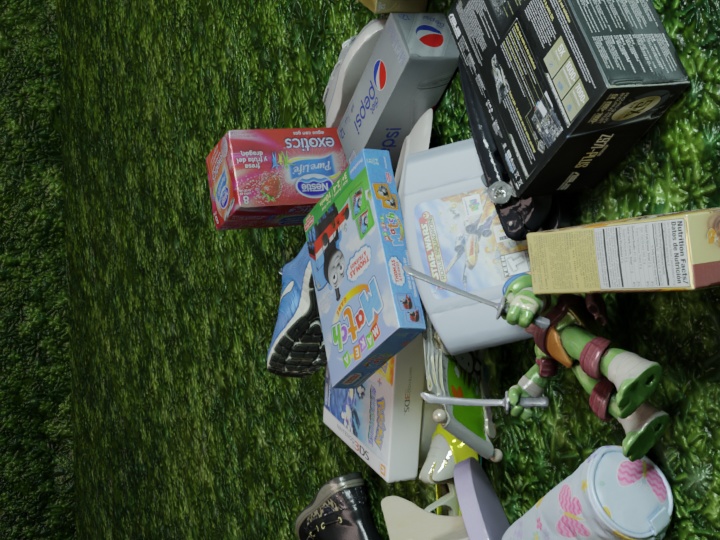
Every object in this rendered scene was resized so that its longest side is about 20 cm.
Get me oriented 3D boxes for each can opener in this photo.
[{"bbox_3d":[0.131,-0.120,1.115,0.063,0.078,0.201,-29,71,25],"label":"can opener"}]

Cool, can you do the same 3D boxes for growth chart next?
[{"bbox_3d":[0.098,0.086,1.211,0.018,0.144,0.202,-20,62,28],"label":"growth chart"}]

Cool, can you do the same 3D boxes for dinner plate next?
[{"bbox_3d":[0.046,-0.075,1.287,0.200,0.024,0.202,-169,90,-88],"label":"dinner plate"}]

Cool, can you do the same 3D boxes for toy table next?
[{"bbox_3d":[0.095,0.299,1.210,0.184,0.116,0.201,54,-163,-42],"label":"toy table"}]

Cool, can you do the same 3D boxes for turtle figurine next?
[{"bbox_3d":[0.151,0.086,1.019,0.194,0.199,0.145,38,125,42],"label":"turtle figurine"}]

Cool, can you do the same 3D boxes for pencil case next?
[{"bbox_3d":[0.199,0.234,1.080,0.091,0.083,0.200,63,149,24],"label":"pencil case"}]

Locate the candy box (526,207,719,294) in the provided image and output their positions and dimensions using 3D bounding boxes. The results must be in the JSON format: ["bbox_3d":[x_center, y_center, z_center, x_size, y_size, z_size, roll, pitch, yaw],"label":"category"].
[{"bbox_3d":[0.229,-0.015,0.914,0.200,0.114,0.056,-6,92,65],"label":"candy box"}]

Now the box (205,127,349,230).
[{"bbox_3d":[-0.073,-0.110,1.433,0.100,0.198,0.096,149,114,-62],"label":"box"}]

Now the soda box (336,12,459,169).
[{"bbox_3d":[0.040,-0.193,1.326,0.200,0.068,0.064,120,137,-52],"label":"soda box"}]

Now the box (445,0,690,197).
[{"bbox_3d":[0.169,-0.191,1.030,0.164,0.085,0.201,-57,47,54],"label":"box"}]

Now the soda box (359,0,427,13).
[{"bbox_3d":[0.043,-0.378,1.273,0.064,0.067,0.202,49,138,49],"label":"soda box"}]

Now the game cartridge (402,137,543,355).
[{"bbox_3d":[0.111,-0.026,1.152,0.042,0.132,0.202,51,-153,-79],"label":"game cartridge"}]

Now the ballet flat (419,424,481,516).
[{"bbox_3d":[0.098,0.241,1.313,0.067,0.066,0.202,-176,81,-65],"label":"ballet flat"}]

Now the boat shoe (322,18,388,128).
[{"bbox_3d":[-0.002,-0.237,1.416,0.200,0.071,0.069,110,145,-59],"label":"boat shoe"}]

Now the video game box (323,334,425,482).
[{"bbox_3d":[0.014,0.118,1.400,0.182,0.046,0.202,29,120,58],"label":"video game box"}]

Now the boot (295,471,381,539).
[{"bbox_3d":[-0.020,0.375,1.595,0.155,0.073,0.204,66,151,27],"label":"boot"}]

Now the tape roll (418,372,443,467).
[{"bbox_3d":[0.044,0.137,1.436,0.202,0.037,0.205,174,90,-66],"label":"tape roll"}]

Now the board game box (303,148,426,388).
[{"bbox_3d":[0.000,0.000,1.242,0.151,0.036,0.202,-46,49,50],"label":"board game box"}]

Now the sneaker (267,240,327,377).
[{"bbox_3d":[-0.059,0.037,1.414,0.201,0.078,0.089,-65,27,22],"label":"sneaker"}]
